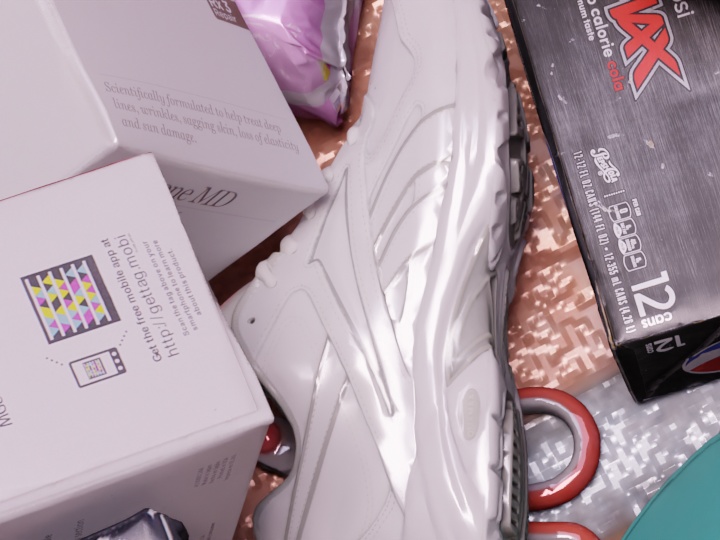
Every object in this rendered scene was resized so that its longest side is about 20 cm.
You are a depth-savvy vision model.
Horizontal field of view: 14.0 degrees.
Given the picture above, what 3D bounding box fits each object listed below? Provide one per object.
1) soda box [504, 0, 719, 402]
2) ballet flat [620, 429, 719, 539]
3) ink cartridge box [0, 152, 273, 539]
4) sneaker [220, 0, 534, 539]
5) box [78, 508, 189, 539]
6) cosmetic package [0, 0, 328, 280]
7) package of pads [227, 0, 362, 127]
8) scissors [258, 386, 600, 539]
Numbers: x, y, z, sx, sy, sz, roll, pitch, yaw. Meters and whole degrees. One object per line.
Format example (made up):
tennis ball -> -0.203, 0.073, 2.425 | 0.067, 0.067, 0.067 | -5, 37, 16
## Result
soda box -> 0.084, -0.068, 0.890 | 0.070, 0.063, 0.201 | -16, 70, 4
ballet flat -> 0.138, 0.057, 0.826 | 0.200, 0.067, 0.068 | -55, 33, 26
ink cartridge box -> -0.129, 0.073, 0.787 | 0.175, 0.200, 0.084 | -19, 68, -19
sneaker -> 0.000, 0.000, 0.865 | 0.099, 0.078, 0.201 | -1, 71, 10
box -> -0.097, 0.174, 0.775 | 0.199, 0.198, 0.124 | -25, 71, 3
cosmetic package -> -0.122, -0.007, 0.851 | 0.200, 0.113, 0.082 | -36, 68, 26
package of pads -> -0.088, -0.123, 0.935 | 0.199, 0.076, 0.121 | 10, 73, 14
scissors -> -0.020, 0.061, 0.895 | 0.199, 0.014, 0.074 | 7, 76, 12
